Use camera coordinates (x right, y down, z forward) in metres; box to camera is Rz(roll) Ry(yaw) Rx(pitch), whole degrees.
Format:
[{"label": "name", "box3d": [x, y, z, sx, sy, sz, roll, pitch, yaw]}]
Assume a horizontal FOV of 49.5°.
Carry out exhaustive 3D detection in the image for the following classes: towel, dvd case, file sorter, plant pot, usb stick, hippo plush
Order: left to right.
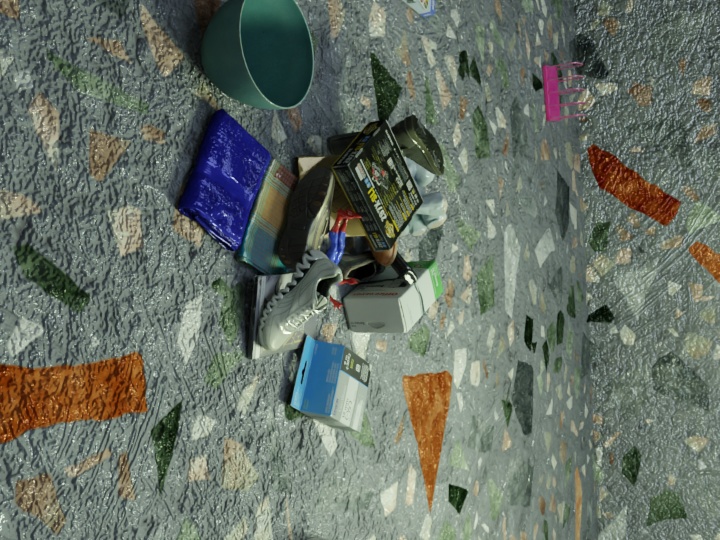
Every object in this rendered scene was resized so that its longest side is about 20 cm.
[{"label": "towel", "box3d": [-0.222, -0.152, 1.321, 0.148, 0.049, 0.202, 44, 52, -50]}, {"label": "plant pot", "box3d": [-0.188, -0.364, 1.306, 0.199, 0.134, 0.203, 5, 84, -58]}, {"label": "towel", "box3d": [-0.153, -0.086, 1.435, 0.146, 0.022, 0.202, 35, 66, -53]}, {"label": "dvd case", "box3d": [-0.138, 0.078, 1.457, 0.199, 0.016, 0.151, -6, 104, -58]}, {"label": "usb stick", "box3d": [0.065, -0.035, 1.687, 0.033, 0.200, 0.056, -38, 130, 1]}, {"label": "hippo plush", "box3d": [0.100, -0.181, 1.809, 0.198, 0.160, 0.162, 2, 63, -18]}, {"label": "file sorter", "box3d": [0.767, -0.667, 2.911, 0.139, 0.124, 0.203, -18, 103, -58]}]

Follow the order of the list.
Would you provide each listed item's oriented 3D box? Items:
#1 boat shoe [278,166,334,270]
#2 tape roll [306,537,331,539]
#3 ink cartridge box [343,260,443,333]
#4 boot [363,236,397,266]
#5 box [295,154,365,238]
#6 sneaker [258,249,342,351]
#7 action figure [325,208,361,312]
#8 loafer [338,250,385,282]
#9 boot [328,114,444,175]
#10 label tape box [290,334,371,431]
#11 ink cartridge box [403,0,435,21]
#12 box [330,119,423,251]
[{"label": "boat shoe", "box3d": [-0.094, -0.094, 1.455, 0.073, 0.074, 0.202, 37, 72, -63]}, {"label": "tape roll", "box3d": [-0.046, 0.624, 1.489, 0.202, 0.138, 0.205, 2, 87, -59]}, {"label": "ink cartridge box", "box3d": [0.073, 0.056, 1.707, 0.200, 0.145, 0.084, -42, 123, -53]}, {"label": "boot", "box3d": [-0.006, -0.104, 1.615, 0.154, 0.076, 0.202, 0, 75, -47]}, {"label": "box", "box3d": [-0.030, -0.150, 1.560, 0.198, 0.021, 0.166, -5, 93, -22]}, {"label": "sneaker", "box3d": [-0.107, 0.061, 1.384, 0.201, 0.081, 0.075, -56, 147, -4]}, {"label": "action figure", "box3d": [-0.035, -0.004, 1.471, 0.065, 0.098, 0.202, -11, 129, -64]}, {"label": "loafer", "box3d": [0.000, 0.000, 1.651, 0.199, 0.063, 0.072, 1, 120, -55]}, {"label": "boot", "box3d": [0.058, -0.243, 1.643, 0.182, 0.198, 0.073, 47, 37, -39]}, {"label": "label tape box", "box3d": [-0.054, 0.227, 1.553, 0.200, 0.065, 0.145, 45, 52, -57]}, {"label": "ink cartridge box", "box3d": [0.144, -0.723, 1.968, 0.199, 0.042, 0.121, 12, 79, -60]}, {"label": "box", "box3d": [0.038, -0.165, 1.517, 0.160, 0.049, 0.201, -53, 128, -36]}]
